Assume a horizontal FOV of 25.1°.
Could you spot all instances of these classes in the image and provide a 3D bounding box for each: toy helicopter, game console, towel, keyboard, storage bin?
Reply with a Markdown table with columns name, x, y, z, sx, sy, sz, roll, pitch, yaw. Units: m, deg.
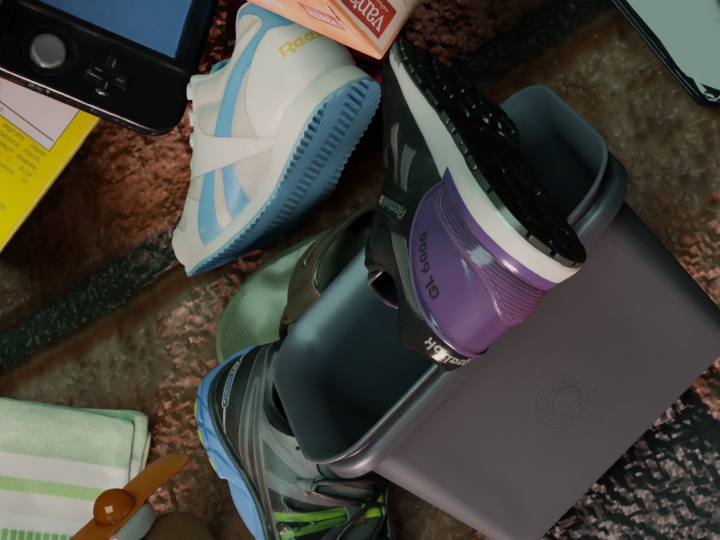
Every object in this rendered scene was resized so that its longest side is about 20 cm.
| name | x | y | z | sx | sy | sz | roll | pitch | yaw |
| --- | --- | --- | --- | --- | --- | --- | --- | --- | --- |
| toy helicopter | -0.121 | 0.173 | 0.825 | 0.079 | 0.200 | 0.133 | -12 | 91 | 23 |
| game console | -0.134 | -0.199 | 0.840 | 0.119 | 0.172 | 0.201 | -30 | 42 | 63 |
| towel | -0.199 | 0.172 | 0.905 | 0.023 | 0.152 | 0.201 | 165 | 112 | -65 |
| keyboard | 0.168 | -0.196 | 0.842 | 0.127 | 0.021 | 0.200 | -38 | 84 | 8 |
| storage bin | 0.074 | 0.032 | 0.798 | 0.200 | 0.134 | 0.146 | -46 | 28 | 9 |

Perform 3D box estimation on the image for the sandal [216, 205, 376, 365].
| name | x | y | z | sx | sy | sz | roll | pitch | yaw |
| --- | --- | --- | --- | --- | --- | --- | --- | --- | --- |
| sandal | 0.000 | -0.001 | 0.885 | 0.200 | 0.057 | 0.080 | -30 | 68 | 16 |

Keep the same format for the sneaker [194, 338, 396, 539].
| name | x | y | z | sx | sy | sz | roll | pitch | yaw |
| --- | --- | --- | --- | --- | --- | --- | --- | --- | --- |
| sneaker | -0.014 | 0.124 | 0.844 | 0.083 | 0.071 | 0.200 | -38 | 74 | 23 |

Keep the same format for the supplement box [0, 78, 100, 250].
| name | x | y | z | sx | sy | sz | roll | pitch | yaw |
| --- | --- | --- | --- | --- | --- | --- | --- | --- | --- |
| supplement box | -0.211 | -0.105 | 0.957 | 0.109 | 0.110 | 0.200 | 37 | 97 | -10 |

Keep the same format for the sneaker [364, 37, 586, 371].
| name | x | y | z | sx | sy | sz | roll | pitch | yaw |
| --- | --- | --- | --- | --- | --- | --- | --- | --- | --- |
| sneaker | 0.027 | -0.033 | 0.728 | 0.088 | 0.076 | 0.200 | -49 | 27 | 19 |

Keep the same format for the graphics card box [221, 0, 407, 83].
| name | x | y | z | sx | sy | sz | roll | pitch | yaw |
| --- | --- | --- | --- | --- | --- | --- | --- | --- | --- |
| graphics card box | -0.021 | -0.200 | 0.916 | 0.125 | 0.051 | 0.201 | -7 | 73 | 54 |

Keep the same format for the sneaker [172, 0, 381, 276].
| name | x | y | z | sx | sy | sz | roll | pitch | yaw |
| --- | --- | --- | --- | --- | --- | --- | --- | --- | --- |
| sneaker | -0.058 | -0.069 | 0.878 | 0.081 | 0.076 | 0.200 | 53 | 140 | 13 |

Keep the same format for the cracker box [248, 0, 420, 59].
| name | x | y | z | sx | sy | sz | roll | pitch | yaw |
| --- | --- | --- | --- | --- | --- | --- | --- | --- | --- |
| cracker box | 0.008 | -0.214 | 0.775 | 0.134 | 0.058 | 0.200 | 29 | 83 | 40 |
